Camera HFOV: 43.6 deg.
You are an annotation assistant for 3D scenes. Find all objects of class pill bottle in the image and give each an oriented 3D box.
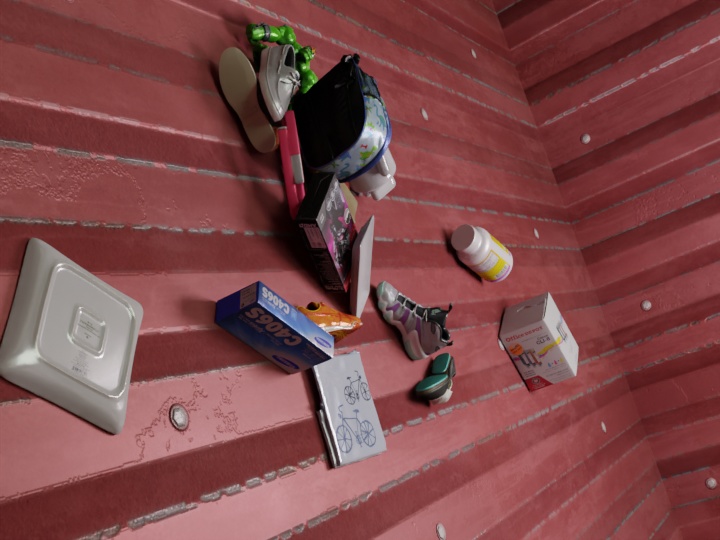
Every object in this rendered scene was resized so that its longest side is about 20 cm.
[{"bbox_3d":[0.320,-0.049,2.394,0.199,0.103,0.106,33,42,-47],"label":"pill bottle"}]

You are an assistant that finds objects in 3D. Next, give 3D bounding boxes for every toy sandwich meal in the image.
[{"bbox_3d":[-0.054,-0.169,1.842,0.205,0.069,0.209,41,37,-41],"label":"toy sandwich meal"}]

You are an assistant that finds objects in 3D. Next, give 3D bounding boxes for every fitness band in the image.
[{"bbox_3d":[-0.128,-0.198,1.692,0.144,0.036,0.205,103,-20,-81],"label":"fitness band"}]

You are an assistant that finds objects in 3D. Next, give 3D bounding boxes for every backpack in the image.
[{"bbox_3d":[-0.026,-0.275,1.745,0.146,0.181,0.204,29,39,-44],"label":"backpack"}]

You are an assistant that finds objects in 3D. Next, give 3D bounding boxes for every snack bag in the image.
[{"bbox_3d":[-0.026,0.247,1.640,0.187,0.021,0.205,2,69,-61],"label":"snack bag"}]

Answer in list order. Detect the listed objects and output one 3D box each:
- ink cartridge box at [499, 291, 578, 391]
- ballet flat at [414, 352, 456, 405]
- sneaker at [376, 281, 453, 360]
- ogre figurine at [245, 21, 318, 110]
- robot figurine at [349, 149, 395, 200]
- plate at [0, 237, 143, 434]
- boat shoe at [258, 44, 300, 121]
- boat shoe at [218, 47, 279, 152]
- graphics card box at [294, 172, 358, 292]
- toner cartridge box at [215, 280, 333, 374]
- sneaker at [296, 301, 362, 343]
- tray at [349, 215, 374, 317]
[{"bbox_3d":[0.493,0.195,2.482,0.202,0.143,0.145,57,29,-17],"label":"ink cartridge box"},{"bbox_3d":[0.174,0.247,1.956,0.200,0.067,0.070,-42,115,-61],"label":"ballet flat"},{"bbox_3d":[0.130,0.088,1.909,0.202,0.138,0.078,55,30,-23],"label":"sneaker"},{"bbox_3d":[-0.152,-0.420,1.834,0.201,0.098,0.120,48,48,-4],"label":"ogre figurine"},{"bbox_3d":[0.005,-0.251,1.946,0.113,0.168,0.202,-41,125,-20],"label":"robot figurine"},{"bbox_3d":[-0.357,0.081,1.154,0.199,0.032,0.204,42,38,-42],"label":"plate"},{"bbox_3d":[-0.146,-0.357,1.687,0.202,0.067,0.073,-93,162,-50],"label":"boat shoe"},{"bbox_3d":[-0.205,-0.318,1.682,0.204,0.070,0.063,66,15,-9],"label":"boat shoe"},{"bbox_3d":[-0.057,-0.070,1.700,0.202,0.050,0.127,68,32,-43],"label":"graphics card box"},{"bbox_3d":[-0.137,0.098,1.471,0.199,0.094,0.044,40,38,-41],"label":"toner cartridge box"},{"bbox_3d":[-0.058,0.090,1.648,0.199,0.072,0.078,9,52,-62],"label":"sneaker"},{"bbox_3d":[0.000,0.000,1.764,0.108,0.022,0.203,-66,164,-49],"label":"tray"}]
